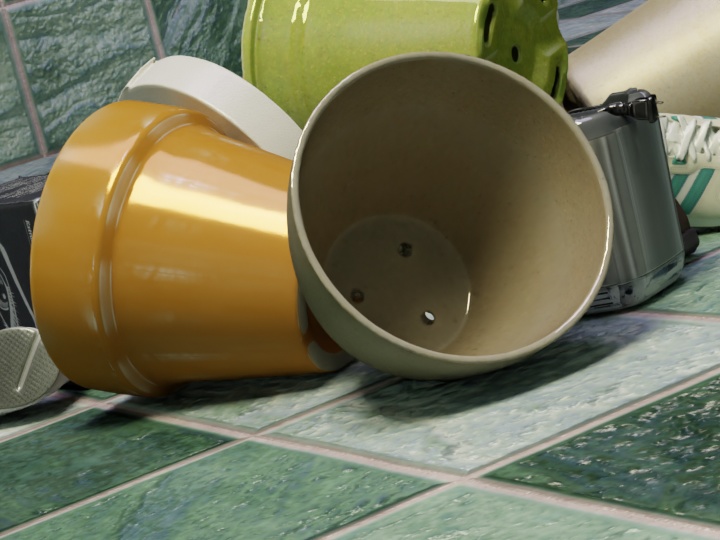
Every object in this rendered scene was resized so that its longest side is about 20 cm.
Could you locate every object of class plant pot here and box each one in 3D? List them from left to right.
[{"bbox_3d":[-0.091,-0.005,1.519,0.182,0.202,0.200,9,20,27],"label":"plant pot"},{"bbox_3d":[0.044,-0.155,1.652,0.183,0.202,0.200,-1,16,35],"label":"plant pot"},{"bbox_3d":[0.258,-0.142,1.767,0.183,0.201,0.200,-26,10,-1],"label":"plant pot"}]

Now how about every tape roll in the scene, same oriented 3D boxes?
[{"bbox_3d":[-0.096,-0.069,1.662,0.037,0.203,0.202,-47,25,-27],"label":"tape roll"}]

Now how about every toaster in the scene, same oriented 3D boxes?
[{"bbox_3d":[0.132,-0.042,1.494,0.199,0.130,0.113,-9,12,36],"label":"toaster"}]

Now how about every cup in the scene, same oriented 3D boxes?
[{"bbox_3d":[0.039,-0.013,1.390,0.199,0.201,0.143,-19,-16,-21],"label":"cup"}]

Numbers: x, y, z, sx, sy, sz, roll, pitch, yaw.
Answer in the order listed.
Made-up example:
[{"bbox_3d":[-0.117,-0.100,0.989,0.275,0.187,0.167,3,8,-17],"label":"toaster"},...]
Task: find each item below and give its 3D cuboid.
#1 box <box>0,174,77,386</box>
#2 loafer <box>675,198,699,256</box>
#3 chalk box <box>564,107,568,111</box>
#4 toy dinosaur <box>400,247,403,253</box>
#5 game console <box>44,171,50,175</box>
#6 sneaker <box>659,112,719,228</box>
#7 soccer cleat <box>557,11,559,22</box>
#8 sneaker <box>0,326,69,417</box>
[{"bbox_3d":[-0.241,0.005,1.752,0.104,0.149,0.199,-21,13,-37],"label":"box"},{"bbox_3d":[0.151,-0.036,1.603,0.199,0.072,0.073,-6,13,41],"label":"loafer"},{"bbox_3d":[0.103,-0.102,1.901,0.123,0.125,0.200,-21,13,-30],"label":"chalk box"},{"bbox_3d":[0.000,0.000,1.709,0.088,0.048,0.199,-40,19,-27],"label":"toy dinosaur"},{"bbox_3d":[-0.366,-0.003,2.070,0.171,0.120,0.200,-13,9,12],"label":"game console"},{"bbox_3d":[0.220,-0.080,1.608,0.198,0.071,0.093,-6,-31,23],"label":"sneaker"},{"bbox_3d":[0.070,-0.198,1.892,0.199,0.078,0.069,-18,10,-11],"label":"soccer cleat"},{"bbox_3d":[-0.297,0.089,1.643,0.199,0.071,0.080,-11,-6,13],"label":"sneaker"}]
